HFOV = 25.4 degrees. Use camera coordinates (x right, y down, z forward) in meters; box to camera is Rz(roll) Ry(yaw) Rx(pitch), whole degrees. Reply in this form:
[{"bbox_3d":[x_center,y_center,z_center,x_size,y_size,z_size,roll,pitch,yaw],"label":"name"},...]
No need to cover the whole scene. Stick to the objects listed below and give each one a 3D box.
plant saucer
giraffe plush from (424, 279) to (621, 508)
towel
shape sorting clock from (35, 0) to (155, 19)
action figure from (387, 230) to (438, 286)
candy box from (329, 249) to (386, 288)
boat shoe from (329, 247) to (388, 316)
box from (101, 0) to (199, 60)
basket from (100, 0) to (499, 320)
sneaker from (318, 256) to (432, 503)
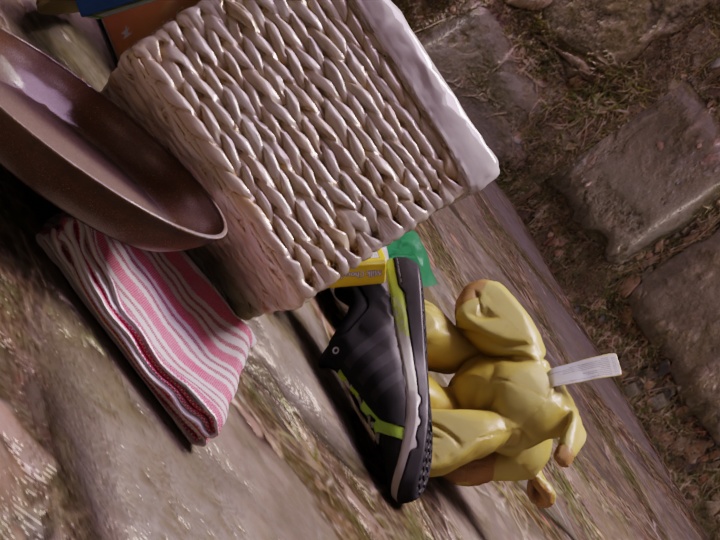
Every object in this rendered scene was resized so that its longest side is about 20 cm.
[{"bbox_3d":[-0.159,-0.071,0.864,0.200,0.032,0.200,38,8,-7],"label":"plant saucer"},{"bbox_3d":[0.106,0.117,1.316,0.162,0.199,0.174,86,9,-61],"label":"giraffe plush"},{"bbox_3d":[-0.114,0.012,0.928,0.147,0.030,0.200,54,10,-9],"label":"towel"},{"bbox_3d":[-0.131,-0.215,1.116,0.200,0.199,0.039,-70,144,-78],"label":"shape sorting clock"},{"bbox_3d":[0.018,-0.020,1.603,0.118,0.055,0.200,57,17,3],"label":"action figure"},{"bbox_3d":[-0.050,-0.050,1.255,0.200,0.102,0.027,-111,-162,-54],"label":"candy box"},{"bbox_3d":[0.000,0.000,1.428,0.200,0.072,0.069,-120,-167,-62],"label":"boat shoe"},{"bbox_3d":[-0.119,-0.210,1.283,0.106,0.152,0.201,43,14,-49],"label":"box"},{"bbox_3d":[-0.048,-0.087,1.029,0.200,0.161,0.198,54,-16,-5],"label":"basket"},{"bbox_3d":[0.010,0.082,1.207,0.072,0.082,0.201,78,9,-61],"label":"sneaker"}]
